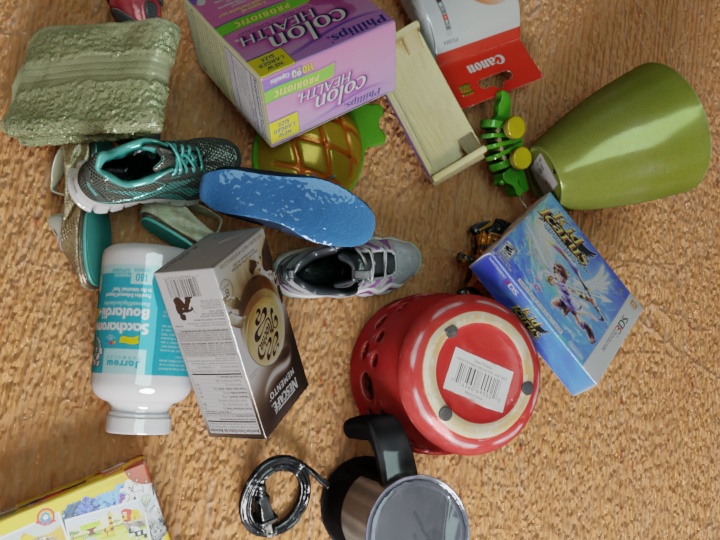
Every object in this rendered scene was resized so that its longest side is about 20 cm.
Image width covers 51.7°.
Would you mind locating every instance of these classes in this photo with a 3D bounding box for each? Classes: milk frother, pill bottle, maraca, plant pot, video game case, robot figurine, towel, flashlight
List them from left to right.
[{"bbox_3d":[-0.299,-0.210,0.824,0.197,0.037,0.150,1,73,14],"label":"towel"},{"bbox_3d":[-0.270,-0.250,0.887,0.067,0.068,0.203,1,88,-9],"label":"flashlight"},{"bbox_3d":[-0.238,0.077,0.825,0.109,0.111,0.203,5,81,-17],"label":"pill bottle"},{"bbox_3d":[-0.049,-0.158,0.922,0.137,0.107,0.200,48,68,-17],"label":"maraca"},{"bbox_3d":[-0.016,0.273,0.831,0.199,0.188,0.182,-29,91,-19],"label":"milk frother"},{"bbox_3d":[0.105,0.121,0.897,0.198,0.182,0.203,3,79,-19],"label":"plant pot"},{"bbox_3d":[0.224,0.008,1.013,0.198,0.058,0.147,18,73,-16],"label":"robot figurine"},{"bbox_3d":[0.252,0.023,0.933,0.201,0.045,0.181,51,46,0],"label":"video game case"},{"bbox_3d":[0.334,-0.161,1.022,0.198,0.187,0.189,-22,90,-10],"label":"plant pot"}]

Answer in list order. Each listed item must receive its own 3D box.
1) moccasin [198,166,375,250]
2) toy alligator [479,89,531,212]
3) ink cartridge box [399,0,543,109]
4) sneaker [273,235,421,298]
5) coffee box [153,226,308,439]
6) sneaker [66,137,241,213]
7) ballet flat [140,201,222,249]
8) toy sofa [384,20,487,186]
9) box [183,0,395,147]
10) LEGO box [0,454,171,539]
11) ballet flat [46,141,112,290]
[{"bbox_3d":[-0.079,-0.082,0.838,0.198,0.068,0.081,19,96,-10],"label":"moccasin"},{"bbox_3d":[0.198,-0.143,1.021,0.054,0.059,0.203,-17,101,-20],"label":"toy alligator"},{"bbox_3d":[0.158,-0.340,1.025,0.161,0.050,0.202,-24,80,-24],"label":"ink cartridge box"},{"bbox_3d":[0.000,0.000,0.895,0.197,0.140,0.079,-11,93,-18],"label":"sneaker"},{"bbox_3d":[-0.136,0.069,0.816,0.113,0.079,0.202,-50,131,-58],"label":"coffee box"},{"bbox_3d":[-0.215,-0.112,0.820,0.198,0.091,0.079,-19,89,-31],"label":"sneaker"},{"bbox_3d":[-0.168,-0.030,0.888,0.199,0.067,0.063,38,63,-10],"label":"ballet flat"},{"bbox_3d":[0.085,-0.220,0.997,0.082,0.098,0.202,-29,93,4],"label":"toy sofa"},{"bbox_3d":[-0.084,-0.269,0.879,0.175,0.097,0.200,-28,56,-19],"label":"box"},{"bbox_3d":[-0.303,0.307,0.789,0.198,0.077,0.151,-19,89,-20],"label":"LEGO box"},{"bbox_3d":[-0.322,-0.077,0.852,0.064,0.071,0.203,-2,79,9],"label":"ballet flat"}]
